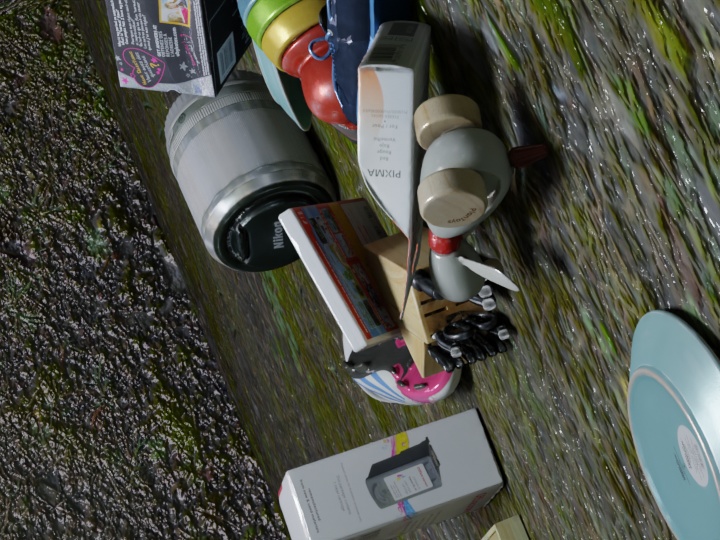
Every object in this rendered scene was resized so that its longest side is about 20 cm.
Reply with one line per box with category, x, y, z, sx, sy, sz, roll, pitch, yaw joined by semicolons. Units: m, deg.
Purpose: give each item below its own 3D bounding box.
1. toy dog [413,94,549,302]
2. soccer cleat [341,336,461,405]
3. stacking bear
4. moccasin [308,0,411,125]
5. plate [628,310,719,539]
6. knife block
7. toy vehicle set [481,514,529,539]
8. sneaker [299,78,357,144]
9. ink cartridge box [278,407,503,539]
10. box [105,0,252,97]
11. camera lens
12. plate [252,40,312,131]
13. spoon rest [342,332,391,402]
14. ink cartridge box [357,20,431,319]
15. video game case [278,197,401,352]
toy dog;0.093;-0.050;1.364;0.200;0.096;0.133;66;-160;-78
soccer cleat;0.061;0.102;1.840;0.086;0.070;0.200;32;169;-26
stacking bear;-0.042;-0.224;1.677;0.201;0.113;0.122;62;167;19
moccasin;0.002;-0.214;1.538;0.068;0.080;0.201;28;134;26
plate;0.213;0.124;1.182;0.200;0.025;0.201;162;90;-80
knife block;0.066;0.006;1.625;0.176;0.064;0.201;90;159;-57
toy vehicle set;0.169;0.345;1.780;0.124;0.026;0.201;107;142;-72
sneaker;-0.040;-0.199;1.781;0.082;0.077;0.201;74;173;-58
ink cartridge box;0.026;0.216;1.811;0.148;0.199;0.086;110;140;-72
box;-0.174;-0.288;1.909;0.200;0.114;0.133;-64;-24;-47
camera lens;-0.128;-0.111;2.116;0.160;0.159;0.201;86;162;-52
plate;-0.088;-0.239;1.893;0.200;0.025;0.201;-12;-90;-81
spoon rest;0.004;0.055;2.015;0.099;0.060;0.201;-143;35;-70
ink cartridge box;0.025;-0.084;1.458;0.162;0.050;0.201;-71;-14;-70
video game case;0.000;0.000;1.736;0.143;0.017;0.200;60;-160;6
